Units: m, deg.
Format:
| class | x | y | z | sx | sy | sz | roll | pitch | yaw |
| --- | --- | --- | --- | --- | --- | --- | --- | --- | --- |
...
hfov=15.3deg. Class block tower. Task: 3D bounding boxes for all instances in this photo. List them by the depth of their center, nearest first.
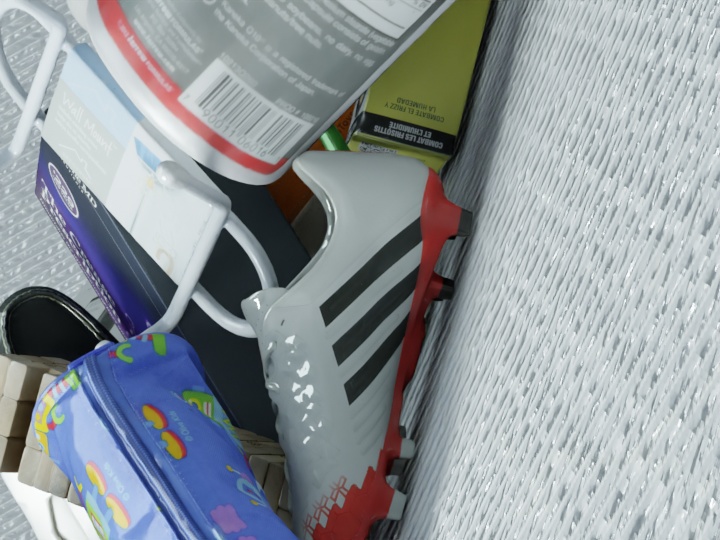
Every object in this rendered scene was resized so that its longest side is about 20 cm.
| class | x | y | z | sx | sy | sz | roll | pitch | yaw |
| --- | --- | --- | --- | --- | --- | --- | --- | --- | --- |
| block tower | -0.090 | 0.089 | 1.208 | 0.058 | 0.199 | 0.054 | 7 | -81 | -60 |

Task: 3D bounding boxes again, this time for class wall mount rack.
| class | x | y | z | sx | sy | sz | roll | pitch | yaw |
| --- | --- | --- | --- | --- | --- | --- | --- | --- | --- |
| wall mount rack | -0.116 | -0.049 | 1.163 | 0.074 | 0.200 | 0.174 | -34 | -17 | -34 |

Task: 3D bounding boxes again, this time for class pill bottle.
| class | x | y | z | sx | sy | sz | roll | pitch | yaw |
| --- | --- | --- | --- | --- | --- | --- | --- | --- | --- |
| pill bottle | -0.011 | -0.142 | 1.118 | 0.200 | 0.114 | 0.114 | -44 | 15 | 18 |

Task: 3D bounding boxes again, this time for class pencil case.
| class | x | y | z | sx | sy | sz | roll | pitch | yaw |
| --- | --- | --- | --- | --- | --- | --- | --- | --- | --- |
| pencil case | -0.063 | 0.106 | 1.063 | 0.200 | 0.078 | 0.087 | 53 | 169 | 43 |

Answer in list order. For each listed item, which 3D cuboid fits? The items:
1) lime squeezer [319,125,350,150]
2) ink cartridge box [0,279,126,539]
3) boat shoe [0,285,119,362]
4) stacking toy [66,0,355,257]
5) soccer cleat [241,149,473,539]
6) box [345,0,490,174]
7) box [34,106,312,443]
| class | x | y | z | sx | sy | sz | roll | pitch | yaw |
| --- | --- | --- | --- | --- | --- | --- | --- | --- | --- |
| lime squeezer | 0.000 | 0.000 | 1.216 | 0.071 | 0.037 | 0.202 | -31 | 59 | 58 |
| ink cartridge box | -0.106 | 0.084 | 1.450 | 0.147 | 0.082 | 0.200 | 62 | -155 | -18 |
| boat shoe | -0.108 | 0.085 | 1.292 | 0.072 | 0.201 | 0.068 | -31 | -10 | -26 |
| stacking toy | -0.070 | -0.105 | 1.404 | 0.146 | 0.200 | 0.146 | -51 | 1 | 1 |
| soccer cleat | -0.015 | 0.046 | 1.115 | 0.069 | 0.085 | 0.201 | 143 | 142 | -82 |
| box | 0.040 | -0.145 | 1.287 | 0.075 | 0.050 | 0.201 | 124 | 162 | -78 |
| box | -0.076 | 0.008 | 1.306 | 0.079 | 0.201 | 0.141 | -30 | -8 | -17 |
